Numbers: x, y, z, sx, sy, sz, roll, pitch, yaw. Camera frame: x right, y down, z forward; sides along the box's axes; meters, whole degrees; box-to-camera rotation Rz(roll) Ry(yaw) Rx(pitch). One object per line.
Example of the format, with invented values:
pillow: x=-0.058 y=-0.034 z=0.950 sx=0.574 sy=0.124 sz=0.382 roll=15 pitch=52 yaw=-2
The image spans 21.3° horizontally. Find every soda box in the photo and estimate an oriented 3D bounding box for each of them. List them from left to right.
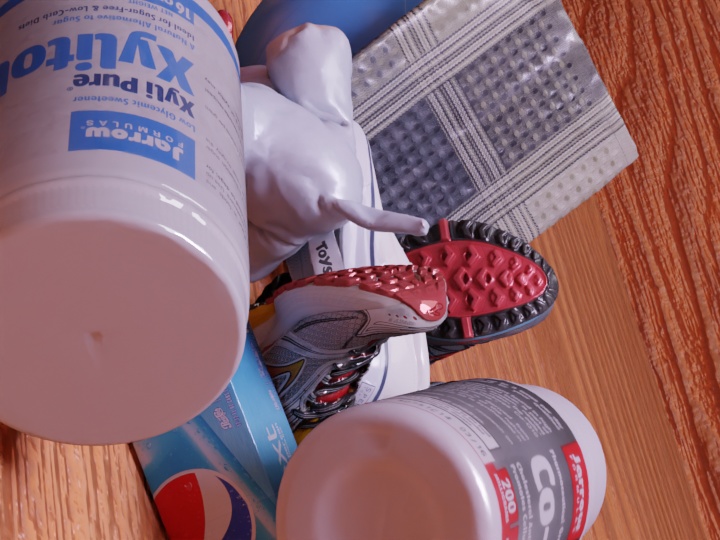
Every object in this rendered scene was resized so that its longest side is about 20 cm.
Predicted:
soda box: x=-0.062 y=0.121 z=0.985 sx=0.201 sy=0.064 sz=0.068 roll=68 pitch=14 yaw=4

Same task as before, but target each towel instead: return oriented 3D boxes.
towel: x=0.073 y=-0.095 z=1.268 sx=0.193 sy=0.200 sz=0.035 roll=59 pitch=-13 yaw=-25

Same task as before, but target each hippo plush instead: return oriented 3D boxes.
hippo plush: x=-0.090 y=-0.068 z=1.112 sx=0.160 sy=0.159 sz=0.201 roll=20 pitch=37 yaw=-37

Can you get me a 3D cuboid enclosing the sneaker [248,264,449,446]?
sneaker: x=-0.018 y=0.048 z=1.036 sx=0.077 sy=0.200 sz=0.083 roll=-8 pitch=78 yaw=-38

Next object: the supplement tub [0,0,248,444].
supplement tub: x=-0.116 y=-0.037 z=0.855 sx=0.132 sy=0.131 sz=0.201 roll=57 pitch=16 yaw=-37

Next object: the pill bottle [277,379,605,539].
pill bottle: x=0.051 y=0.115 z=0.975 sx=0.200 sy=0.113 sz=0.115 roll=-6 pitch=73 yaw=-64

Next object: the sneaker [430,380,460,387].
sneaker: x=0.031 y=0.130 z=1.237 sx=0.200 sy=0.075 sz=0.116 roll=-178 pitch=-106 yaw=-70

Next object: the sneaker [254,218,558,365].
sneaker: x=0.035 y=0.023 z=1.232 sx=0.096 sy=0.199 sz=0.080 roll=40 pitch=45 yaw=-63

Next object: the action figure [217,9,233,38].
action figure: x=-0.144 y=-0.196 z=1.187 sx=0.200 sy=0.065 sz=0.100 roll=27 pitch=50 yaw=-72

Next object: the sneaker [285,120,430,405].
sneaker: x=0.000 y=0.000 z=1.163 sx=0.071 sy=0.073 sz=0.201 roll=20 pitch=53 yaw=-37

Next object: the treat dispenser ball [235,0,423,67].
treat dispenser ball: x=0.005 y=-0.123 z=1.353 sx=0.202 sy=0.200 sz=0.201 roll=60 pitch=15 yaw=-27
